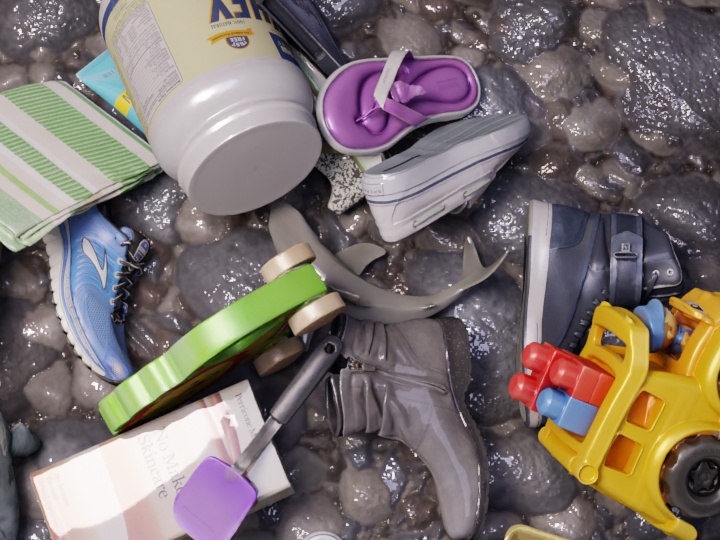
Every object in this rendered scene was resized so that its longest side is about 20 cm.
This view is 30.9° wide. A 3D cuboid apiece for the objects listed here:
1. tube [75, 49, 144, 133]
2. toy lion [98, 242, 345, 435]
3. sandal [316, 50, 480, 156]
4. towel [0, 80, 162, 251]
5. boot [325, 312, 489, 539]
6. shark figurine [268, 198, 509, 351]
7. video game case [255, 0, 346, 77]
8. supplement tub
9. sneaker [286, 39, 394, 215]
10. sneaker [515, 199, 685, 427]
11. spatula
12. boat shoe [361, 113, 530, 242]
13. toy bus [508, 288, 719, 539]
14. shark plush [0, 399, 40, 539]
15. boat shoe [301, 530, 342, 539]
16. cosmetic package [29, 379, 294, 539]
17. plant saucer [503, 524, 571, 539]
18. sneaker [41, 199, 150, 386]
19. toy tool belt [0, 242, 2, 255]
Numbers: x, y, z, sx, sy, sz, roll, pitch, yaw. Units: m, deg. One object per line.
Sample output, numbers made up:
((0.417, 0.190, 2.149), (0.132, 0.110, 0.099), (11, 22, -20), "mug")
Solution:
((-0.167, -0.137, 1.196), (0.200, 0.051, 0.077), (44, 66, 12), "tube")
((-0.126, 0.071, 1.081), (0.190, 0.200, 0.069), (-29, 82, -26), "toy lion")
((0.040, -0.161, 1.152), (0.201, 0.050, 0.083), (-26, 88, -42), "sandal")
((-0.279, -0.099, 1.123), (0.152, 0.024, 0.200), (37, 37, 12), "towel")
((0.033, 0.136, 1.114), (0.130, 0.070, 0.203), (-1, 70, -23), "boot")
((0.015, 0.016, 1.144), (0.211, 0.090, 0.130), (10, 87, -1), "shark figurine")
((-0.081, -0.254, 1.124), (0.019, 0.200, 0.144), (-34, 56, 13), "video game case")
((-0.126, -0.164, 1.109), (0.143, 0.145, 0.202), (-24, 65, -6), "supplement tub")
((-0.051, -0.135, 1.188), (0.088, 0.077, 0.201), (-40, 78, 7), "sneaker")
((0.211, 0.042, 1.151), (0.144, 0.077, 0.205), (7, 77, 2), "sneaker")
((-0.078, 0.133, 1.062), (0.056, 0.021, 0.201), (36, 75, 4), "spatula")
((0.078, -0.084, 1.164), (0.199, 0.073, 0.068), (-25, 115, -34), "boat shoe")
((0.228, 0.092, 1.076), (0.190, 0.136, 0.202), (25, 95, -14), "toy bus")
((-0.312, 0.140, 1.071), (0.089, 0.202, 0.084), (-4, 46, -13), "shark plush")
((-0.057, 0.317, 1.083), (0.074, 0.086, 0.204), (22, 79, 3), "boat shoe")
((-0.165, 0.181, 1.107), (0.198, 0.087, 0.104), (-25, 79, -6), "cosmetic package")
((0.191, 0.341, 1.105), (0.197, 0.048, 0.203), (17, 78, 2), "plant saucer")
((-0.226, 0.002, 1.147), (0.088, 0.079, 0.203), (-15, 79, -2), "sneaker")
((-0.374, -0.030, 1.128), (0.121, 0.125, 0.203), (7, 78, -9), "toy tool belt")
